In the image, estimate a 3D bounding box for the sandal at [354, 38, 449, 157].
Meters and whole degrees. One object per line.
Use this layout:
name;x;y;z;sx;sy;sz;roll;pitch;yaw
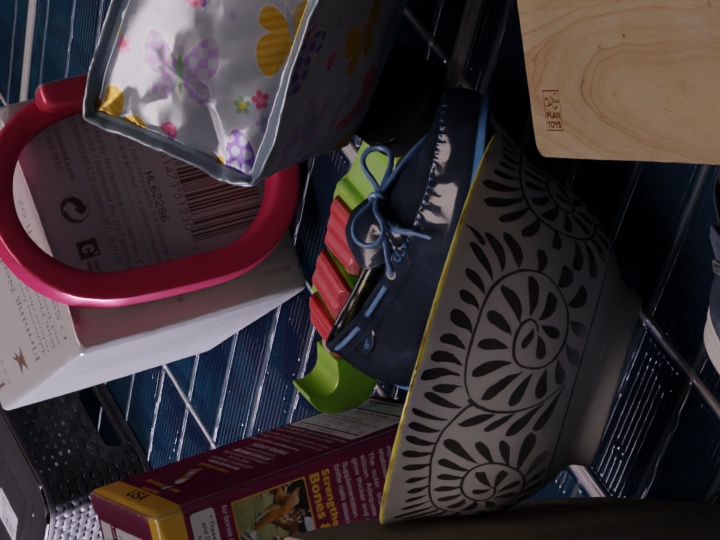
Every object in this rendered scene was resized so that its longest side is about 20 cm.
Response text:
sandal;-0.025;-0.126;1.271;0.200;0.043;0.076;27;84;46

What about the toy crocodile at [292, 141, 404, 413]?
toy crocodile;0.000;0.000;1.306;0.068;0.062;0.201;53;146;34

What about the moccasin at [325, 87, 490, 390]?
moccasin;0.022;-0.012;1.202;0.081;0.068;0.201;-74;-1;-54

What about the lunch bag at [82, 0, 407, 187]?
lunch bag;-0.043;-0.160;1.131;0.127;0.170;0.201;25;108;11

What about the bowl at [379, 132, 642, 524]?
bowl;0.082;0.042;1.102;0.094;0.201;0.201;17;133;6

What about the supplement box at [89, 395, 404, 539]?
supplement box;-0.040;0.165;1.322;0.103;0.199;0.132;8;111;61

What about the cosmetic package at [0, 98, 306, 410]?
cosmetic package;-0.165;-0.022;1.492;0.200;0.166;0.168;-33;76;63

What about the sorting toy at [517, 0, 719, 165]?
sorting toy;0.132;-0.150;0.935;0.200;0.069;0.200;-168;69;-70

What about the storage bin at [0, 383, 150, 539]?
storage bin;-0.251;0.188;1.856;0.135;0.093;0.200;56;147;31

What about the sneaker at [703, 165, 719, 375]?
sneaker;0.206;0.028;0.897;0.202;0.077;0.147;51;155;39

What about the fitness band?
fitness band;-0.135;-0.054;1.380;0.037;0.199;0.144;153;103;-69

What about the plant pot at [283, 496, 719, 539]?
plant pot;0.100;0.204;1.100;0.200;0.176;0.201;-8;98;63
